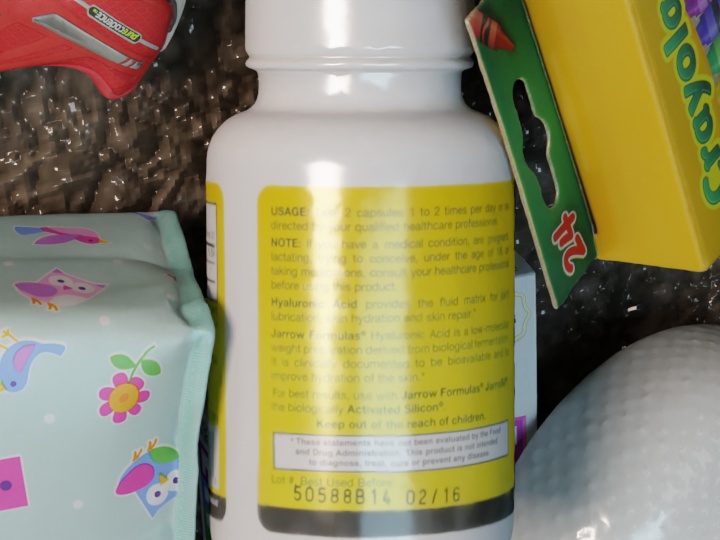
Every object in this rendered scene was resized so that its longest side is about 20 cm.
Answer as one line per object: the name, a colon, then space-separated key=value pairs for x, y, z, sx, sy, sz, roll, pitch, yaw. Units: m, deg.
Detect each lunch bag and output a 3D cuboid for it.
lunch bag: x=-0.144 y=0.087 z=0.912 sx=0.169 sy=0.122 sz=0.201 roll=1 pitch=115 yaw=-14

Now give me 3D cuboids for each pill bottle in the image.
pill bottle: x=0.000 y=0.000 z=0.895 sx=0.111 sy=0.111 sz=0.202 roll=-3 pitch=96 yaw=-21

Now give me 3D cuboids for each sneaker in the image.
sneaker: x=-0.153 y=-0.093 z=0.852 sx=0.199 sy=0.077 sz=0.085 roll=7 pitch=117 yaw=-24

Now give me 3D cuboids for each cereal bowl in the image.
cereal bowl: x=0.144 y=0.128 z=1.044 sx=0.199 sy=0.083 sz=0.201 roll=-19 pitch=121 yaw=-35

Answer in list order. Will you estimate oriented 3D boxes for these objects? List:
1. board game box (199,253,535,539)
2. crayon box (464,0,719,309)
board game box: x=0.004 y=0.095 z=1.022 sx=0.134 sy=0.034 sz=0.201 roll=-12 pitch=118 yaw=-17
crayon box: x=0.122 y=-0.090 z=0.918 sx=0.200 sy=0.051 sz=0.127 roll=-48 pitch=131 yaw=-36
